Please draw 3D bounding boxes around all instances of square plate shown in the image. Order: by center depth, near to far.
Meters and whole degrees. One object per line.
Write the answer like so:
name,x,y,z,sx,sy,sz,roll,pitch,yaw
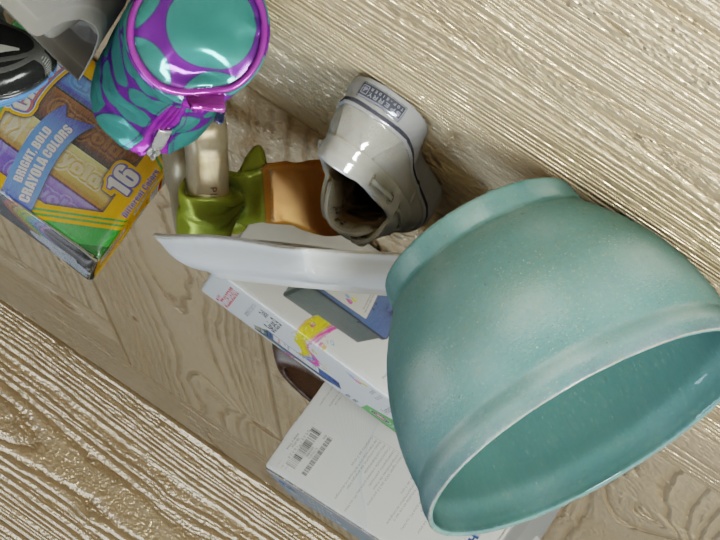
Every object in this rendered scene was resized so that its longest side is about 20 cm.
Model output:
square plate,0.000,0.000,1.668,0.200,0.028,0.198,5,-179,-31

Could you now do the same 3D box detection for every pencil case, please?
pencil case,-0.108,-0.122,1.587,0.085,0.093,0.200,2,173,-11

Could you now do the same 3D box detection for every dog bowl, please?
dog bowl,-0.219,-0.202,1.590,0.200,0.059,0.200,43,178,2

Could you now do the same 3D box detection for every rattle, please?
rattle,-0.076,-0.088,1.815,0.200,0.143,0.130,-127,19,-75

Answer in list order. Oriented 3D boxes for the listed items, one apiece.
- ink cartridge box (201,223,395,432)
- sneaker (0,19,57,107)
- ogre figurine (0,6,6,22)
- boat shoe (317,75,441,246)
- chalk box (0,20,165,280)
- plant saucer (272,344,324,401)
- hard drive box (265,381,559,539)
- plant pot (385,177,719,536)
ink cartridge box,-0.012,0.032,1.981,0.200,0.088,0.145,38,170,-2
sneaker,-0.283,-0.168,1.691,0.200,0.071,0.083,29,134,-5
ogre figurine,-0.305,-0.216,1.795,0.120,0.098,0.200,40,166,53
boat shoe,0.003,-0.051,1.618,0.071,0.070,0.200,34,169,9
chalk box,-0.244,-0.105,2.013,0.200,0.124,0.124,37,170,-2
plant saucer,-0.003,0.118,2.452,0.200,0.032,0.200,33,167,9
hard drive box,0.053,0.152,2.115,0.200,0.156,0.077,31,169,25
plant pot,0.094,0.035,1.459,0.134,0.200,0.200,60,178,21
